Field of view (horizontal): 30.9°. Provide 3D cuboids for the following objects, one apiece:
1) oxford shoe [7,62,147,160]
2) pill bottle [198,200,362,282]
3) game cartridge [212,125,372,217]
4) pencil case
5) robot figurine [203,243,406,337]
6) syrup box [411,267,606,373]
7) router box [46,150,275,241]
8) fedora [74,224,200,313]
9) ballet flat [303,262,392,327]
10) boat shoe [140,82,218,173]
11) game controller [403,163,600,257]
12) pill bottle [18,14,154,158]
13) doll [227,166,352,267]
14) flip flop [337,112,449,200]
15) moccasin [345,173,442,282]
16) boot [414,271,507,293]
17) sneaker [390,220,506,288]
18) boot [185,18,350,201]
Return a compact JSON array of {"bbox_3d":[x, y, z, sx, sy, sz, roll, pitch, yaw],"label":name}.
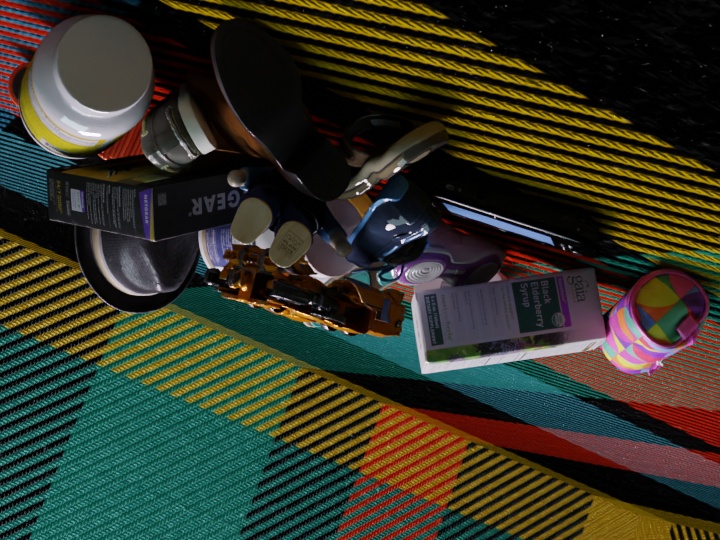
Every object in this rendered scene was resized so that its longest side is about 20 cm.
[{"bbox_3d":[-0.286,-0.171,1.437,0.198,0.072,0.073,31,-173,-4],"label":"oxford shoe"},{"bbox_3d":[-0.083,-0.037,1.410,0.110,0.112,0.199,28,166,-33],"label":"pill bottle"},{"bbox_3d":[-0.096,-0.114,1.433,0.198,0.033,0.176,15,168,20],"label":"game cartridge"},{"bbox_3d":[0.302,0.056,1.355,0.087,0.089,0.200,19,170,7],"label":"pencil case"},{"bbox_3d":[-0.053,0.020,1.244,0.144,0.059,0.199,9,172,41],"label":"robot figurine"},{"bbox_3d":[0.158,0.055,1.408,0.197,0.080,0.082,-8,167,-3],"label":"syrup box"},{"bbox_3d":[-0.184,-0.080,1.291,0.156,0.053,0.199,11,-162,37],"label":"router box"},{"bbox_3d":[-0.254,-0.044,1.603,0.199,0.203,0.091,28,168,-36],"label":"fedora"},{"bbox_3d":[0.000,0.000,1.467,0.069,0.199,0.070,36,140,38],"label":"ballet flat"},{"bbox_3d":[-0.175,-0.134,1.246,0.073,0.060,0.202,61,180,-11],"label":"boat shoe"},{"bbox_3d":[0.135,-0.052,1.250,0.198,0.043,0.104,19,169,13],"label":"game controller"},{"bbox_3d":[-0.253,-0.172,1.211,0.111,0.114,0.200,24,169,-18],"label":"pill bottle"},{"bbox_3d":[-0.064,-0.055,1.206,0.135,0.049,0.200,31,-163,-5],"label":"doll"},{"bbox_3d":[0.014,-0.110,1.143,0.058,0.081,0.200,56,163,-7],"label":"flip flop"},{"bbox_3d":[0.029,-0.029,1.239,0.068,0.081,0.200,36,169,0],"label":"moccasin"},{"bbox_3d":[0.154,0.035,1.605,0.095,0.074,0.199,20,180,-29],"label":"boot"},{"bbox_3d":[0.088,-0.032,1.411,0.199,0.075,0.100,12,-138,-53],"label":"sneaker"},{"bbox_3d":[-0.103,-0.159,1.161,0.188,0.069,0.200,46,173,-35],"label":"boot"}]
